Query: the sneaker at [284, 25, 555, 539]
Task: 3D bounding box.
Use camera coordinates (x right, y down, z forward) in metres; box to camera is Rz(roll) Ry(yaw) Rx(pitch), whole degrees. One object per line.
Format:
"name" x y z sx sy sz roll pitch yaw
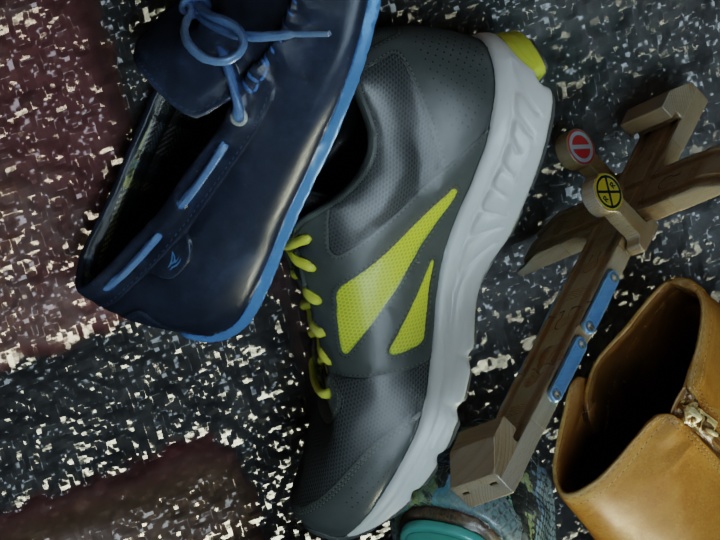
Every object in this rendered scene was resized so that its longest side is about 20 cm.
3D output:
"sneaker" 0.000 0.000 1.029 0.084 0.074 0.200 13 102 -21

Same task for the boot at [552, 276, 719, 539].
"boot" 0.110 0.110 1.093 0.144 0.071 0.202 30 80 -51

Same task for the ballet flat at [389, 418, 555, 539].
"ballet flat" 0.057 0.131 1.113 0.074 0.074 0.200 -21 141 -11

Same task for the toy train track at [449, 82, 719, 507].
"toy train track" 0.074 -0.002 1.005 0.033 0.115 0.200 44 51 -19

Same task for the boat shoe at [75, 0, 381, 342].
"boat shoe" -0.045 -0.063 0.963 0.068 0.084 0.200 9 111 -24
